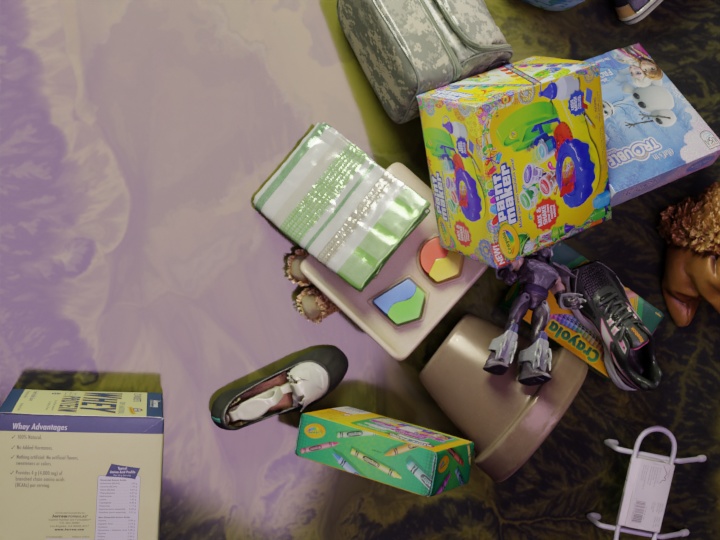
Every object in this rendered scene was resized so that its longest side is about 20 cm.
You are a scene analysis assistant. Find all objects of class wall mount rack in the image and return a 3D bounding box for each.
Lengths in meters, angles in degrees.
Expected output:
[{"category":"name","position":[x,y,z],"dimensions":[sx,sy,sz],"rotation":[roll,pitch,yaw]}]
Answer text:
[{"category":"wall mount rack","position":[0.429,0.324,1.469],"dimensions":[0.173,0.075,0.201],"rotation":[12,93,-9]}]

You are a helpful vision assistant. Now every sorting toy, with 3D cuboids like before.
[{"category":"sorting toy","position":[0.050,-0.015,1.300],"dimensions":[0.185,0.036,0.200],"rotation":[42,82,6]}]

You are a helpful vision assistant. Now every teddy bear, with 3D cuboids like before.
[{"category":"teddy bear","position":[0.000,0.000,1.350],"dimensions":[0.199,0.067,0.145],"rotation":[-34,85,-5]}]

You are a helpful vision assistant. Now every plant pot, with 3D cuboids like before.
[{"category":"plant pot","position":[0.177,0.153,1.352],"dimensions":[0.174,0.200,0.201],"rotation":[37,87,6]}]

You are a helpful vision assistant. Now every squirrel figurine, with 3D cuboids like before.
[{"category":"squirrel figurine","position":[0.505,-0.020,1.389],"dimensions":[0.141,0.187,0.201],"rotation":[-27,100,-8]}]

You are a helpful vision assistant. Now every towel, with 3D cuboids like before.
[{"category":"towel","position":[-0.025,-0.083,1.296],"dimensions":[0.200,0.031,0.149],"rotation":[39,88,22]}]

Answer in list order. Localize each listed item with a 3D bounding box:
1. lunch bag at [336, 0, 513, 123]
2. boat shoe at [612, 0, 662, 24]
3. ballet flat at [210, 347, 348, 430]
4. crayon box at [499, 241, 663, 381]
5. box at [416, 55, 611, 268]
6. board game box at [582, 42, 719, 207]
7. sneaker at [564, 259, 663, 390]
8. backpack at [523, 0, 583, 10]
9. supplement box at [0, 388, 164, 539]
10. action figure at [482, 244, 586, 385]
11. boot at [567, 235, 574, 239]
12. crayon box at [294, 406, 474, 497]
[{"category":"lunch bag","position":[0.084,-0.315,1.281],"dimensions":[0.167,0.139,0.201],"rotation":[-25,79,-20]},{"category":"boat shoe","position":[0.423,-0.430,1.391],"dimensions":[0.200,0.075,0.062],"rotation":[-45,109,0]},{"category":"ballet flat","position":[-0.102,0.165,1.336],"dimensions":[0.199,0.068,0.068],"rotation":[-25,100,-9]},{"category":"crayon box","position":[0.310,0.056,1.412],"dimensions":[0.199,0.058,0.119],"rotation":[33,88,-13]},{"category":"box","position":[0.191,-0.138,1.234],"dimensions":[0.192,0.122,0.201],"rotation":[-23,115,-25]},{"category":"board game box","position":[0.348,-0.198,1.337],"dimensions":[0.199,0.043,0.200],"rotation":[-22,67,-24]},{"category":"sneaker","position":[0.351,0.074,1.340],"dimensions":[0.080,0.086,0.201],"rotation":[-35,101,-9]},{"category":"backpack","position":[0.262,-0.454,1.316],"dimensions":[0.182,0.147,0.201],"rotation":[15,95,-11]},{"category":"supplement box","position":[-0.349,0.262,1.258],"dimensions":[0.199,0.134,0.201],"rotation":[3,95,-12]},{"category":"action figure","position":[0.220,0.043,1.277],"dimensions":[0.129,0.069,0.201],"rotation":[19,67,-6]},{"category":"boot","position":[0.273,-0.164,1.385],"dimensions":[0.153,0.073,0.204],"rotation":[28,88,-10]},{"category":"crayon box","position":[0.031,0.229,1.294],"dimensions":[0.199,0.119,0.059],"rotation":[12,93,30]}]
